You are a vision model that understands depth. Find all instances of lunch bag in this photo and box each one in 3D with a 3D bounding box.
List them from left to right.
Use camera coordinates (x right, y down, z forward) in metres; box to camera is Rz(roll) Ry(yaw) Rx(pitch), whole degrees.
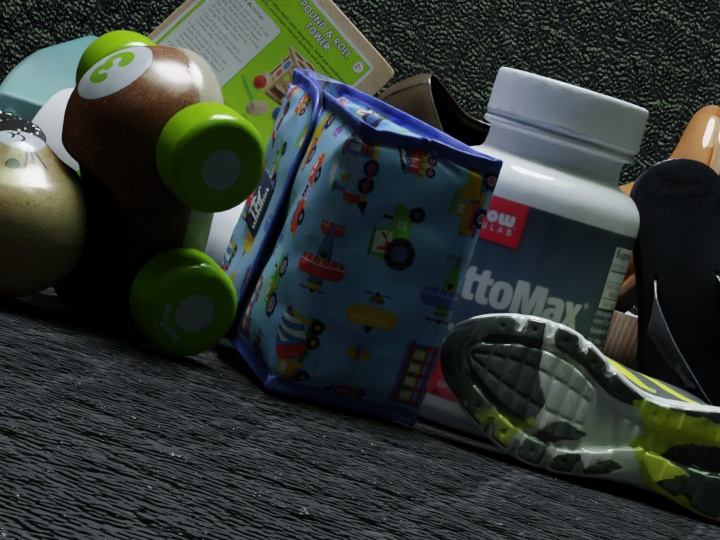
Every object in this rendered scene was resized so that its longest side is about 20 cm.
[{"bbox_3d":[-0.020,-0.023,1.397,0.094,0.151,0.200,15,9,-25],"label":"lunch bag"}]

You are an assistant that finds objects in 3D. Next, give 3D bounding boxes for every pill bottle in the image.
[{"bbox_3d":[0.092,-0.008,1.433,0.119,0.201,0.120,16,3,-1],"label":"pill bottle"}]

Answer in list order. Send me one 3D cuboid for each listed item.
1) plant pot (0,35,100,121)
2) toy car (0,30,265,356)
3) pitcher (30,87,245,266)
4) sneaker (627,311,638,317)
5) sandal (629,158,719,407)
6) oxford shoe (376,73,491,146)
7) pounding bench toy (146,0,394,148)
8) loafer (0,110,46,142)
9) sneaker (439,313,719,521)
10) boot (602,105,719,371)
[{"bbox_3d":[-0.188,-0.079,1.781,0.141,0.142,0.200,18,11,15],"label":"plant pot"},{"bbox_3d":[-0.178,-0.047,1.345,0.199,0.159,0.164,2,20,-27],"label":"toy car"},{"bbox_3d":[-0.113,-0.025,1.577,0.199,0.122,0.172,28,-12,9],"label":"pitcher"},{"bbox_3d":[0.141,0.034,1.742,0.108,0.070,0.200,35,-2,11],"label":"sneaker"},{"bbox_3d":[0.192,0.035,1.440,0.076,0.201,0.043,-11,-6,-13],"label":"sandal"},{"bbox_3d":[0.084,-0.040,1.580,0.200,0.084,0.073,47,27,-16],"label":"oxford shoe"},{"bbox_3d":[-0.089,-0.162,1.667,0.200,0.124,0.156,47,3,-4],"label":"pounding bench toy"},{"bbox_3d":[-0.261,-0.044,1.448,0.073,0.071,0.199,27,25,35],"label":"loafer"},{"bbox_3d":[0.132,0.084,1.364,0.199,0.075,0.085,26,-3,-2],"label":"sneaker"},{"bbox_3d":[0.135,-0.031,1.525,0.154,0.201,0.074,20,-15,16],"label":"boot"}]
